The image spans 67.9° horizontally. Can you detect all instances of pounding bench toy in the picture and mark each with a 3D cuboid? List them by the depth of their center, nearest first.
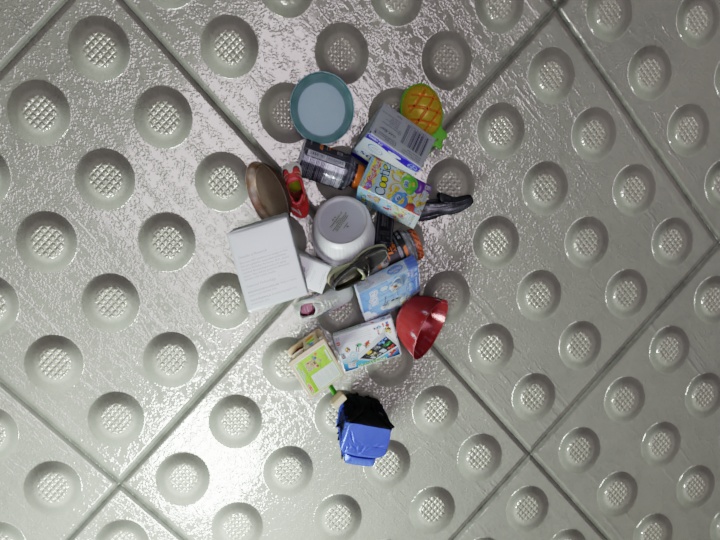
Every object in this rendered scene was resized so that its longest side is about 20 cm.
[{"bbox_3d":[-0.120,0.305,1.619,0.122,0.156,0.204,-32,101,-5],"label":"pounding bench toy"}]

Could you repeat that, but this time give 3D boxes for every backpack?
[{"bbox_3d":[-0.006,0.481,1.642,0.157,0.201,0.173,17,104,-13],"label":"backpack"}]

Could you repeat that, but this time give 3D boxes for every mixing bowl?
[{"bbox_3d":[0.177,0.157,1.653,0.106,0.199,0.205,29,92,25],"label":"mixing bowl"}]

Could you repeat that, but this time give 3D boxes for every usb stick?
[{"bbox_3d":[0.075,-0.159,1.606,0.053,0.033,0.207,9,61,-4],"label":"usb stick"}]

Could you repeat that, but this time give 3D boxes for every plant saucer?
[{"bbox_3d":[-0.258,-0.217,1.527,0.034,0.197,0.206,-31,102,-36],"label":"plant saucer"},{"bbox_3d":[-0.114,-0.478,1.582,0.191,0.036,0.209,-1,98,-10],"label":"plant saucer"}]

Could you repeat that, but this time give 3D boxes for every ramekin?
[{"bbox_3d":[-0.051,-0.122,1.559,0.193,0.095,0.210,-1,64,1],"label":"ramekin"}]

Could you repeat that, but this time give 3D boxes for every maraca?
[{"bbox_3d":[0.191,-0.454,1.602,0.133,0.107,0.207,-23,101,-7],"label":"maraca"}]

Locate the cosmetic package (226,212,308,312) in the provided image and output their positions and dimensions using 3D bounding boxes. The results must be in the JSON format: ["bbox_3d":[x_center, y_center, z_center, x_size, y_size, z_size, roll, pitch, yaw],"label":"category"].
[{"bbox_3d":[-0.240,-0.027,1.404,0.160,0.167,0.208,-16,100,-5],"label":"cosmetic package"}]

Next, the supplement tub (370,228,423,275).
[{"bbox_3d":[0.088,-0.042,1.629,0.194,0.122,0.126,-25,101,-6],"label":"supplement tub"}]

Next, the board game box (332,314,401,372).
[{"bbox_3d":[0.022,0.230,1.673,0.193,0.035,0.131,-17,107,3],"label":"board game box"}]

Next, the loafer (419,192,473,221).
[{"bbox_3d":[0.258,-0.209,1.664,0.193,0.068,0.073,-14,109,-4],"label":"loafer"}]

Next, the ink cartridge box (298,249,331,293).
[{"bbox_3d":[-0.193,-0.016,1.572,0.194,0.145,0.086,22,94,-11],"label":"ink cartridge box"}]

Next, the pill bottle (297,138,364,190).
[{"bbox_3d":[-0.087,-0.303,1.574,0.193,0.106,0.110,17,94,-12],"label":"pill bottle"}]

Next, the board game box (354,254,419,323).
[{"bbox_3d":[0.085,0.061,1.614,0.193,0.202,0.044,-25,60,-6],"label":"board game box"}]

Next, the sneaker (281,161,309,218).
[{"bbox_3d":[-0.188,-0.212,1.537,0.074,0.087,0.203,-15,143,-3],"label":"sneaker"}]

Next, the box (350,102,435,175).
[{"bbox_3d":[0.089,-0.357,1.543,0.180,0.199,0.108,31,79,-11],"label":"box"}]

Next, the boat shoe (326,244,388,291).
[{"bbox_3d":[-0.001,0.000,1.513,0.196,0.067,0.073,-29,130,-5],"label":"boat shoe"}]

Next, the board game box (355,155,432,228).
[{"bbox_3d":[0.095,-0.225,1.554,0.194,0.105,0.106,26,74,1],"label":"board game box"}]

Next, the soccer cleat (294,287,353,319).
[{"bbox_3d":[-0.108,0.104,1.631,0.193,0.086,0.072,-21,100,-7],"label":"soccer cleat"}]
